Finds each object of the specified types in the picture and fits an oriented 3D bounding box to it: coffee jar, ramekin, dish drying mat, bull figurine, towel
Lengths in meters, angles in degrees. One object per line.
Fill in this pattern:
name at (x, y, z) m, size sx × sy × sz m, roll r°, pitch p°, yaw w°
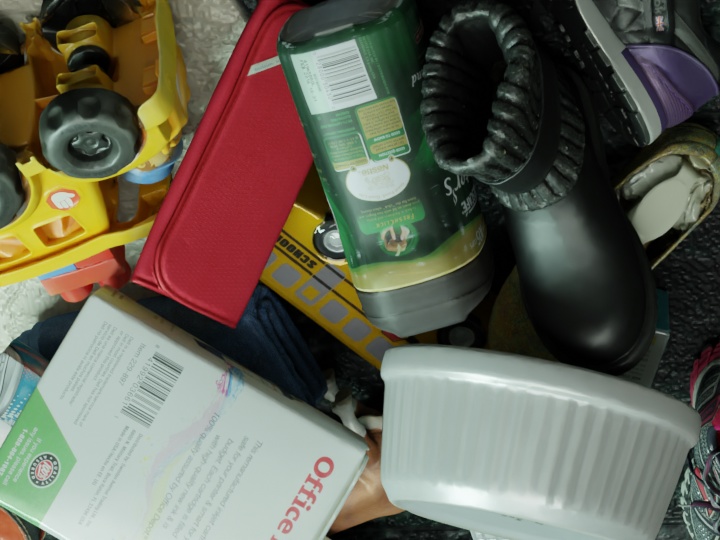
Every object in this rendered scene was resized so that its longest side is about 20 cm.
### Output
coffee jar at (0.018, -0.065, 1.575) m, size 0.085 × 0.104 × 0.200 m, roll -14°, pitch 109°, yaw 11°
ramekin at (0.103, 0.114, 1.617) m, size 0.202 × 0.094 × 0.202 m, roll 13°, pitch 170°, yaw 2°
dish drying mat at (-0.067, -0.069, 1.605) m, size 0.077 × 0.018 × 0.200 m, roll 26°, pitch 87°, yaw -24°
bull figurine at (-0.010, 0.130, 1.784) m, size 0.200 × 0.065 × 0.121 m, roll -29°, pitch 117°, yaw 22°
towel at (-0.126, 0.064, 1.737) m, size 0.200 × 0.049 × 0.112 m, roll -10°, pitch 123°, yaw 31°

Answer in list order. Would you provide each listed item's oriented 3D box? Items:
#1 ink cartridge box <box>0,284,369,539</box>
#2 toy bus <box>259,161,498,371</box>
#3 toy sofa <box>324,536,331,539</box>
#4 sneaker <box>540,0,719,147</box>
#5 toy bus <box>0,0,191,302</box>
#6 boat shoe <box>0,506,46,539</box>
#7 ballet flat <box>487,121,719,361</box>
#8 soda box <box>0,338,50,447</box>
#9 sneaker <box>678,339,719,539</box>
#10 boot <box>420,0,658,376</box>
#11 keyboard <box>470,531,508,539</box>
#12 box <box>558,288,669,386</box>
ink cartridge box at (-0.114, 0.121, 1.640) m, size 0.200 × 0.088 × 0.145 m, roll 30°, pitch 92°, yaw -3°
toy bus at (0.000, 0.000, 1.690) m, size 0.200 × 0.065 × 0.078 m, roll 38°, pitch 120°, yaw -20°
toy sofa at (-0.035, 0.238, 1.819) m, size 0.083 × 0.098 × 0.200 m, roll 2°, pitch 157°, yaw 42°
sneaker at (0.152, -0.180, 1.561) m, size 0.088 × 0.076 × 0.200 m, roll -33°, pitch 110°, yaw -10°
toy bus at (-0.178, -0.065, 1.631) m, size 0.200 × 0.136 × 0.192 m, roll -20°, pitch 134°, yaw 15°
boat shoe at (-0.302, 0.147, 1.824) m, size 0.071 × 0.063 × 0.200 m, roll -36°, pitch 116°, yaw 24°
ballet flat at (0.153, -0.010, 1.635) m, size 0.071 × 0.071 × 0.200 m, roll 39°, pitch 101°, yaw -21°
soda box at (-0.166, 0.130, 1.714) m, size 0.200 × 0.064 × 0.068 m, roll 34°, pitch 96°, yaw -5°
sneaker at (0.251, 0.143, 1.764) m, size 0.081 × 0.075 × 0.200 m, roll -6°, pitch 125°, yaw 9°
boot at (0.102, -0.045, 1.539) m, size 0.079 × 0.211 × 0.158 m, roll -21°, pitch 164°, yaw 15°
keyboard at (0.110, 0.196, 1.799) m, size 0.056 × 0.011 × 0.200 m, roll 5°, pitch 152°, yaw 14°
box at (0.140, 0.096, 1.754) m, size 0.082 × 0.049 × 0.200 m, roll 14°, pitch 125°, yaw -3°
